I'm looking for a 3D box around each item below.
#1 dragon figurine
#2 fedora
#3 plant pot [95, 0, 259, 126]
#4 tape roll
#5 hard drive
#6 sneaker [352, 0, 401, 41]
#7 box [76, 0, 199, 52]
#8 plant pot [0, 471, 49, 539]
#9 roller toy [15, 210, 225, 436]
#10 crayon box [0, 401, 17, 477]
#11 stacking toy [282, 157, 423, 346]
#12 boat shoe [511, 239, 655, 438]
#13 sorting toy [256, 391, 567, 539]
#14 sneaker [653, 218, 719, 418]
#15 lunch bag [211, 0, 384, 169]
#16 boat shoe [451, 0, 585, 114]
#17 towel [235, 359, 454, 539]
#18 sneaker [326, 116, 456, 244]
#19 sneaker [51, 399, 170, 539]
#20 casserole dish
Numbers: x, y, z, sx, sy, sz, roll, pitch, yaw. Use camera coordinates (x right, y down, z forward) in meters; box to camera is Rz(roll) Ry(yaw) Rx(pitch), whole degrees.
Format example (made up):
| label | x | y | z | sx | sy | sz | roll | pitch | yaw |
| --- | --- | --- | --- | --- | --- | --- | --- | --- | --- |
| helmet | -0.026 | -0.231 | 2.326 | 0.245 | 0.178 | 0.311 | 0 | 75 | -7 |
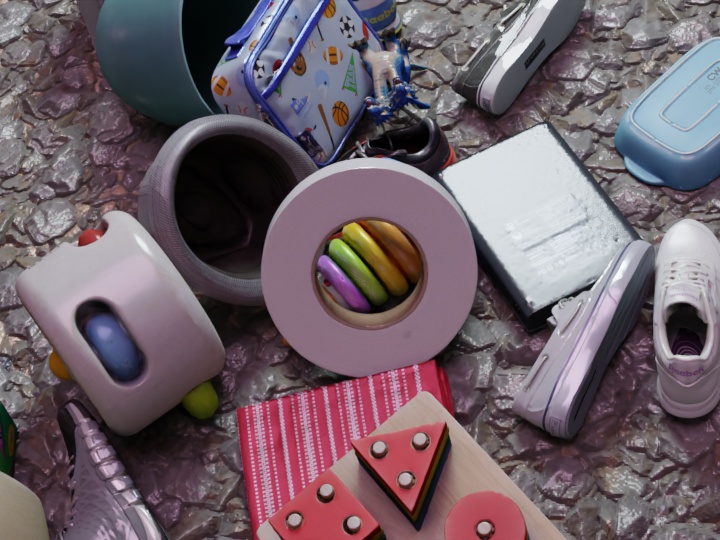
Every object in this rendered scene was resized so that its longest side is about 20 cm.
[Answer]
| label | x | y | z | sx | sy | sz | roll | pitch | yaw |
| --- | --- | --- | --- | --- | --- | --- | --- | --- | --- |
| dragon figurine | 0.035 | -0.183 | 1.594 | 0.058 | 0.200 | 0.100 | -17 | 83 | 10 |
| fedora | -0.134 | -0.055 | 1.505 | 0.090 | 0.199 | 0.179 | -4 | 79 | 49 |
| plant pot | -0.179 | -0.242 | 1.646 | 0.160 | 0.201 | 0.202 | 1 | 53 | 36 |
| tape roll | 0.008 | -0.001 | 1.438 | 0.201 | 0.205 | 0.037 | -12 | 19 | 3 |
| hard drive | 0.172 | -0.048 | 1.526 | 0.139 | 0.033 | 0.201 | -25 | 54 | -10 |
| sneaker | -0.022 | -0.336 | 1.746 | 0.074 | 0.083 | 0.200 | -34 | 53 | -11 |
| box | -0.219 | -0.345 | 1.749 | 0.198 | 0.153 | 0.107 | -9 | 54 | 4 |
| plant pot | -0.338 | 0.236 | 1.323 | 0.199 | 0.201 | 0.135 | 13 | 62 | 20 |
| roller toy | -0.226 | 0.051 | 1.448 | 0.139 | 0.183 | 0.200 | -35 | 55 | -11 |
| crayon box | -0.423 | 0.198 | 1.462 | 0.198 | 0.058 | 0.120 | -9 | 54 | 5 |
| stacking toy | 0.000 | 0.000 | 1.502 | 0.200 | 0.110 | 0.116 | -41 | 56 | -4 |
| boat shoe | 0.198 | 0.051 | 1.421 | 0.066 | 0.074 | 0.201 | 20 | 67 | 27 |
| sorting toy | 0.041 | 0.221 | 1.324 | 0.198 | 0.070 | 0.200 | -39 | 61 | -11 |
| sneaker | 0.299 | 0.027 | 1.409 | 0.074 | 0.100 | 0.201 | -2 | 53 | 13 |
| lunch bag | -0.063 | -0.204 | 1.606 | 0.075 | 0.161 | 0.201 | -6 | 44 | 40 |
| boat shoe | 0.169 | -0.253 | 1.653 | 0.063 | 0.071 | 0.200 | 29 | 67 | 27 |
| towel | -0.008 | 0.167 | 1.417 | 0.198 | 0.023 | 0.146 | -13 | 59 | 4 |
| sneaker | -0.003 | -0.099 | 1.570 | 0.199 | 0.082 | 0.077 | -29 | 54 | -7 |
| sneaker | -0.255 | 0.212 | 1.409 | 0.115 | 0.075 | 0.200 | -33 | 56 | -9 |
| casserole dish | 0.342 | -0.164 | 1.574 | 0.200 | 0.039 | 0.121 | -41 | 58 | -18 |
